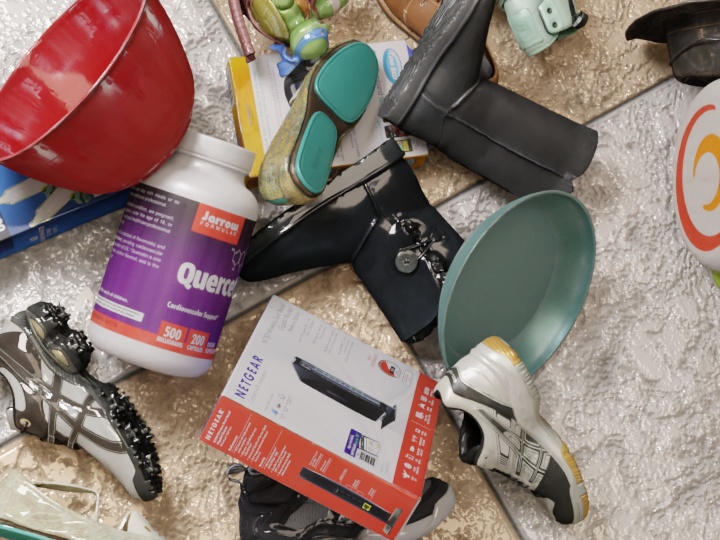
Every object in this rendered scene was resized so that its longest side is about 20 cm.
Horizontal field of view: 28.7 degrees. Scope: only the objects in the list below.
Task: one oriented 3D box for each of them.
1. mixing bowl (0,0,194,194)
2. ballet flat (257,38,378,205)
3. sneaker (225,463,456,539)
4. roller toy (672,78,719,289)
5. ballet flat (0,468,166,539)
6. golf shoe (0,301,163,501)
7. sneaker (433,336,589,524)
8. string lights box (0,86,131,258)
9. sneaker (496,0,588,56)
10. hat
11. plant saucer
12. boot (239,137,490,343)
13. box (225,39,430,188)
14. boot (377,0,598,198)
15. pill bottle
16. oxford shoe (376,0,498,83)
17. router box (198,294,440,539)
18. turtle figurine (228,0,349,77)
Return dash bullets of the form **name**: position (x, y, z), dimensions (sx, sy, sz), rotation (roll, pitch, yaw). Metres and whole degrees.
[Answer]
- **mixing bowl**: position (-0.211, -0.139, 1.171), dimensions (0.108, 0.199, 0.201), rotation (42, 69, -32)
- **ballet flat**: position (-0.043, -0.134, 1.268), dimensions (0.070, 0.071, 0.201), rotation (25, 52, -4)
- **sneaker**: position (-0.018, 0.187, 1.215), dimensions (0.198, 0.075, 0.115), rotation (-15, 99, -11)
- **roller toy**: position (0.390, -0.091, 1.320), dimensions (0.138, 0.201, 0.184), rotation (0, 58, -12)
- **ballet flat**: position (-0.218, 0.221, 1.189), dimensions (0.198, 0.068, 0.063), rotation (23, 63, -5)
- **golf shoe**: position (-0.248, 0.127, 1.211), dimensions (0.094, 0.078, 0.201), rotation (-36, 83, 0)
- **sneaker**: position (0.132, 0.156, 1.252), dimensions (0.087, 0.076, 0.201), rotation (-33, 110, -6)
- **string lights box**: position (-0.280, -0.087, 1.256), dimensions (0.199, 0.059, 0.103), rotation (-25, 82, -16)
- **sneaker**: position (0.142, -0.268, 1.349), dimensions (0.199, 0.074, 0.119), rotation (-7, 79, -40)
- **hat**: position (0.359, -0.218, 1.356), dimensions (0.199, 0.201, 0.082), rotation (-10, 86, -13)
- **plant saucer**: position (0.134, 0.016, 1.269), dimensions (0.200, 0.201, 0.036), rotation (-44, 48, -18)
- **boot**: position (0.000, 0.000, 1.278), dimensions (0.199, 0.076, 0.169), rotation (-34, 93, -5)
- **box**: position (-0.022, -0.151, 1.335), dimensions (0.198, 0.041, 0.120), rotation (-7, 77, -15)
- **boot**: position (0.141, -0.160, 1.300), dimensions (0.199, 0.066, 0.165), rotation (28, 112, -16)
- **pill bottle**: position (-0.156, -0.017, 1.210), dimensions (0.111, 0.112, 0.202), rotation (18, 91, -6)
- **oxford shoe**: position (0.075, -0.253, 1.363), dimensions (0.071, 0.071, 0.201), rotation (-34, 83, -15)
- **router box**: position (-0.026, 0.119, 1.190), dimensions (0.178, 0.200, 0.049), rotation (28, 114, -3)
- **turtle figurine**: position (-0.060, -0.299, 1.293), dimensions (0.194, 0.201, 0.143), rotation (46, 32, 23)
